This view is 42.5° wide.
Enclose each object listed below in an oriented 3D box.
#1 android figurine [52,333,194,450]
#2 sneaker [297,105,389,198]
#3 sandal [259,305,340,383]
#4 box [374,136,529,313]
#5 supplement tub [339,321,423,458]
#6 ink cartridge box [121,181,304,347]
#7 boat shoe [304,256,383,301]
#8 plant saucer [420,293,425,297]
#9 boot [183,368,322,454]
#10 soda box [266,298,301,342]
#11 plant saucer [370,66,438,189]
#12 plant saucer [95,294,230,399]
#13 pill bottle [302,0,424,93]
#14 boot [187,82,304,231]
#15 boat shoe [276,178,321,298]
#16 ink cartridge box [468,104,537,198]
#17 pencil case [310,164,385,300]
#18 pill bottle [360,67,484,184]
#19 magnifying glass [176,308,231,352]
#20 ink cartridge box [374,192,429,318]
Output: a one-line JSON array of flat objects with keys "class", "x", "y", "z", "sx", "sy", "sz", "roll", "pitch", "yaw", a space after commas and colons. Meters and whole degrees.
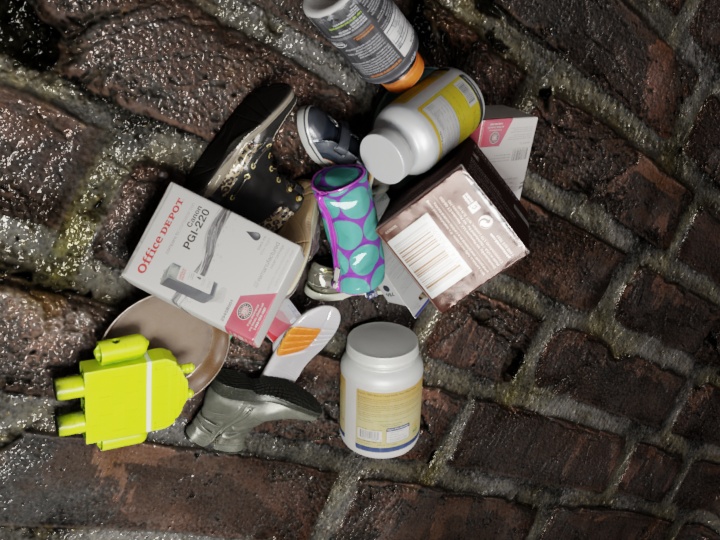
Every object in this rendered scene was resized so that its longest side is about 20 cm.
[{"class": "android figurine", "x": -0.328, "y": 0.173, "z": 1.301, "sx": 0.199, "sy": 0.041, "sz": 0.183, "roll": -11, "pitch": 123, "yaw": -27}, {"class": "sneaker", "x": -0.021, "y": -0.179, "z": 1.386, "sx": 0.200, "sy": 0.079, "sz": 0.079, "roll": 50, "pitch": 39, "yaw": -49}, {"class": "sandal", "x": -0.114, "y": 0.119, "z": 1.493, "sx": 0.079, "sy": 0.059, "sz": 0.207, "roll": 19, "pitch": 120, "yaw": -37}, {"class": "box", "x": 0.144, "y": -0.073, "z": 1.403, "sx": 0.164, "sy": 0.200, "sz": 0.166, "roll": -37, "pitch": 100, "yaw": 20}, {"class": "supplement tub", "x": 0.035, "y": 0.205, "z": 1.598, "sx": 0.144, "sy": 0.144, "sz": 0.202, "roll": -18, "pitch": 122, "yaw": -33}, {"class": "ink cartridge box", "x": -0.195, "y": -0.007, "z": 1.241, "sx": 0.146, "sy": 0.199, "sz": 0.085, "roll": -64, "pitch": 175, "yaw": -9}, {"class": "boat shoe", "x": 0.002, "y": 0.001, "z": 1.516, "sx": 0.200, "sy": 0.072, "sz": 0.061, "roll": -10, "pitch": 123, "yaw": -33}, {"class": "plant saucer", "x": 0.151, "y": -0.043, "z": 1.652, "sx": 0.199, "sy": 0.029, "sz": 0.202, "roll": -19, "pitch": 123, "yaw": -32}, {"class": "boot", "x": -0.172, "y": 0.235, "z": 1.473, "sx": 0.199, "sy": 0.068, "sz": 0.131, "roll": 17, "pitch": 112, "yaw": -25}, {"class": "soda box", "x": -0.169, "y": 0.016, "z": 1.377, "sx": 0.063, "sy": 0.070, "sz": 0.200, "roll": -43, "pitch": 133, "yaw": -10}, {"class": "plant saucer", "x": 0.086, "y": -0.232, "z": 1.494, "sx": 0.199, "sy": 0.036, "sz": 0.202, "roll": -20, "pitch": 124, "yaw": -33}, {"class": "plant saucer", "x": -0.286, "y": 0.111, "z": 1.337, "sx": 0.199, "sy": 0.032, "sz": 0.202, "roll": -17, "pitch": 127, "yaw": -24}, {"class": "pill bottle", "x": 0.014, "y": -0.341, "z": 1.327, "sx": 0.107, "sy": 0.106, "sz": 0.200, "roll": -54, "pitch": 135, "yaw": -5}, {"class": "boot", "x": -0.133, "y": -0.153, "z": 1.319, "sx": 0.200, "sy": 0.073, "sz": 0.150, "roll": -51, "pitch": 134, "yaw": -2}, {"class": "boat shoe", "x": -0.093, "y": -0.040, "z": 1.370, "sx": 0.065, "sy": 0.071, "sz": 0.201, "roll": 55, "pitch": 36, "yaw": -51}, {"class": "ink cartridge box", "x": 0.204, "y": -0.168, "z": 1.550, "sx": 0.146, "sy": 0.083, "sz": 0.202, "roll": -11, "pitch": 119, "yaw": -42}, {"class": "pencil case", "x": -0.017, "y": -0.057, "z": 1.375, "sx": 0.092, "sy": 0.085, "sz": 0.201, "roll": -34, "pitch": 130, "yaw": -29}, {"class": "pill bottle", "x": 0.090, "y": -0.213, "z": 1.377, "sx": 0.200, "sy": 0.111, "sz": 0.113, "roll": -41, "pitch": 134, "yaw": -35}, {"class": "magnifying glass", "x": -0.256, "y": 0.053, "z": 1.360, "sx": 0.080, "sy": 0.022, "sz": 0.200, "roll": -50, "pitch": 136, "yaw": -8}, {"class": "ink cartridge box", "x": 0.050, "y": -0.026, "z": 1.499, "sx": 0.100, "sy": 0.039, "sz": 0.201, "roll": -47, "pitch": 112, "yaw": -38}]
